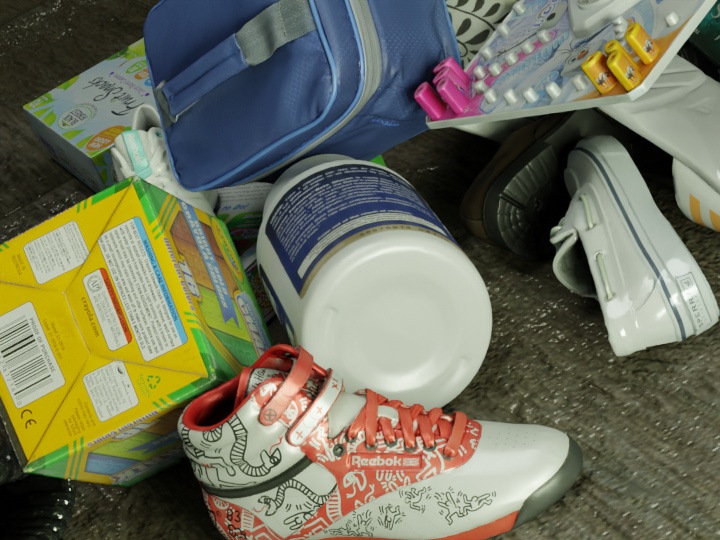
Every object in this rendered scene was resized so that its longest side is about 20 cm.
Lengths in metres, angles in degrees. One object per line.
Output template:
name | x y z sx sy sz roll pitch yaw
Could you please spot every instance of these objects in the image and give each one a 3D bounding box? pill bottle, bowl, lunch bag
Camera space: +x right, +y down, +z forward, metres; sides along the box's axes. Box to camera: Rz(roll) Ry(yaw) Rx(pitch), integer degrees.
pill bottle | 0.000 0.000 1.340 0.111 0.111 0.200 -26 24 -3
bowl | 0.080 -0.138 1.525 0.200 0.095 0.201 17 4 -1
lunch bag | -0.051 -0.131 1.444 0.132 0.137 0.200 -4 -17 -42

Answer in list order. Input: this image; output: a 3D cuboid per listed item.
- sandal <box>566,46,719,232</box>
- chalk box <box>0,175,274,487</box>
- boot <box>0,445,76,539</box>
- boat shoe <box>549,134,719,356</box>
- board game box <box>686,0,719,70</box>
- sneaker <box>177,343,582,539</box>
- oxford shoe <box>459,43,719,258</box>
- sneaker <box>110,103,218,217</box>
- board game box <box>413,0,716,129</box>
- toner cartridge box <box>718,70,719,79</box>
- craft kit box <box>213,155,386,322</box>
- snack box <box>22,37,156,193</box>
sandal | 0.201 -0.064 1.298 0.079 0.059 0.206 -33 56 -29
chalk box | -0.123 0.042 1.306 0.123 0.125 0.200 -27 -13 11
boot | -0.235 0.115 1.367 0.157 0.080 0.212 -18 35 31
boat shoe | 0.137 -0.018 1.290 0.066 0.074 0.200 -24 24 0
board game box | 0.278 -0.150 1.340 0.135 0.028 0.200 -48 46 5
sneaker | 0.004 0.087 1.164 0.200 0.108 0.067 -14 26 23
oxford shoe | 0.139 -0.084 1.430 0.200 0.073 0.084 -33 20 -21
sneaker | -0.133 -0.048 1.491 0.075 0.089 0.200 -23 24 2
board game box | 0.142 -0.167 1.326 0.200 0.026 0.200 -52 25 -23
toner cartridge box | 0.288 -0.174 1.438 0.199 0.095 0.043 -7 29 36
craft kit box | -0.108 -0.014 1.558 0.199 0.049 0.198 -2 36 41
snack box | -0.175 -0.126 1.834 0.142 0.053 0.200 -33 25 -13
